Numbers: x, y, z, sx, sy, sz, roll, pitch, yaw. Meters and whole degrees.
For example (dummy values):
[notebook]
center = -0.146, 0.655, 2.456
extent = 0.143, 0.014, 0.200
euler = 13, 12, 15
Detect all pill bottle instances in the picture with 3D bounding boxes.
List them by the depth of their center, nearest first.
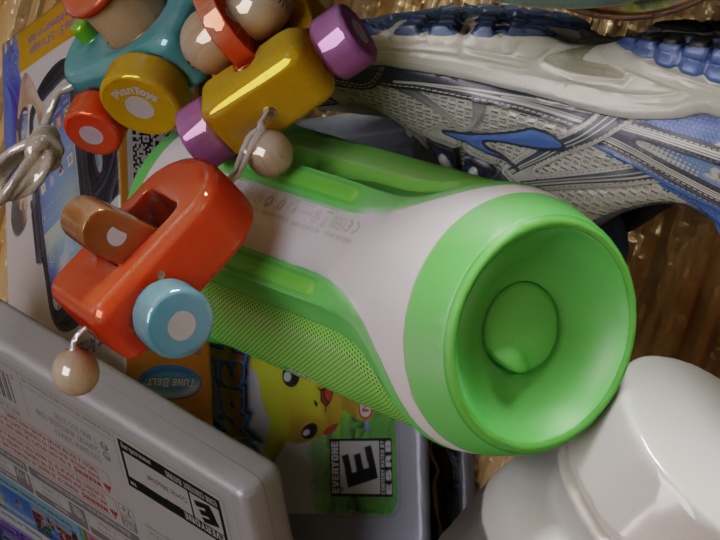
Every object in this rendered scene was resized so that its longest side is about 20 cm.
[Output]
[pill bottle]
center = 0.062, 0.130, 0.778
extent = 0.200, 0.113, 0.114
euler = -52, 59, 24

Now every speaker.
[speaker]
center = 0.000, 0.000, 0.783
extent = 0.200, 0.088, 0.089
euler = 20, 101, 55

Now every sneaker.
[sneaker]
center = 0.060, -0.042, 0.802
extent = 0.199, 0.077, 0.086
euler = 9, 104, 30

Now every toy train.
[toy train]
center = -0.078, -0.050, 0.790
extent = 0.150, 0.056, 0.200
euler = -46, 31, -4

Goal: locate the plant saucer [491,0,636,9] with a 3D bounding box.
[plant saucer]
center = 0.056, -0.177, 0.698
extent = 0.027, 0.199, 0.202
euler = 146, 119, -75

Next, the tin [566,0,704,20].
[tin]
center = 0.098, -0.181, 0.772
extent = 0.111, 0.042, 0.201
euler = 16, 101, -3

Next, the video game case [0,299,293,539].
[video game case]
center = -0.092, 0.101, 0.898
extent = 0.199, 0.022, 0.183
euler = 27, 141, 36

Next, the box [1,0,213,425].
[box]
center = -0.101, -0.007, 0.934
extent = 0.119, 0.041, 0.201
euler = -21, 67, 59

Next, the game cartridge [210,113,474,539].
[game cartridge]
center = -0.018, 0.043, 0.900
extent = 0.133, 0.040, 0.201
euler = -5, 85, 43
